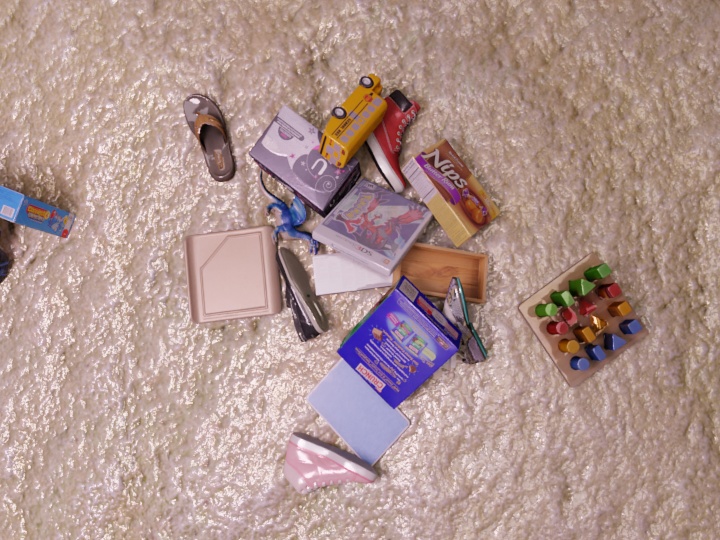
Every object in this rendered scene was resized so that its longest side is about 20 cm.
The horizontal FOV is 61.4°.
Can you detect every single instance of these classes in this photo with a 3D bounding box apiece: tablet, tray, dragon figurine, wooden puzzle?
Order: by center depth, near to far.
[{"bbox_3d":[0.164,0.005,1.246,0.194,0.037,0.102,9,81,-15],"label":"tray"},{"bbox_3d":[-0.006,0.292,1.267,0.130,0.014,0.200,-44,86,-2],"label":"tablet"},{"bbox_3d":[-0.150,-0.119,1.279,0.097,0.059,0.205,-18,86,-18],"label":"dragon figurine"},{"bbox_3d":[-0.271,0.009,1.294,0.194,0.037,0.191,-6,84,-3],"label":"wooden puzzle"}]

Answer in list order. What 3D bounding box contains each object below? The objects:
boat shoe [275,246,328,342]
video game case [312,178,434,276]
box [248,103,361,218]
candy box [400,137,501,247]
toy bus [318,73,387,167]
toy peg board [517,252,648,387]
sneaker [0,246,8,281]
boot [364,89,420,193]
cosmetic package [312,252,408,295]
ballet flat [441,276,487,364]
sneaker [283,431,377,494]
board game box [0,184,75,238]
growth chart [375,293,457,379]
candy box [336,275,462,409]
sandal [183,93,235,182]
[{"bbox_3d":[-0.137,0.049,1.267,0.067,0.071,0.204,-30,78,25],"label":"boat shoe"},{"bbox_3d":[0.029,-0.094,1.221,0.179,0.023,0.201,26,51,17],"label":"video game case"},{"bbox_3d":[-0.111,-0.223,1.265,0.198,0.115,0.133,37,88,4],"label":"box"},{"bbox_3d":[0.187,-0.163,1.253,0.116,0.056,0.202,-32,85,-35],"label":"candy box"},{"bbox_3d":[-0.009,-0.303,1.210,0.077,0.065,0.201,33,60,4],"label":"toy bus"},{"bbox_3d":[0.459,0.099,1.224,0.198,0.098,0.202,-34,84,-1],"label":"toy peg board"},{"bbox_3d":[-0.795,-0.047,1.273,0.076,0.075,0.204,30,121,23],"label":"sneaker"},{"bbox_3d":[0.084,-0.279,1.286,0.141,0.072,0.204,-26,81,-2],"label":"boot"},{"bbox_3d":[0.000,0.000,1.273,0.194,0.051,0.085,-6,87,1],"label":"cosmetic package"},{"bbox_3d":[0.197,0.109,1.218,0.071,0.072,0.204,-24,114,-1],"label":"ballet flat"},{"bbox_3d":[-0.067,0.412,1.225,0.195,0.075,0.107,19,83,14],"label":"sneaker"},{"bbox_3d":[-0.726,-0.141,1.241,0.195,0.196,0.057,21,85,3],"label":"board game box"},{"bbox_3d":[0.113,0.143,1.273,0.194,0.018,0.149,13,86,3],"label":"growth chart"},{"bbox_3d":[0.075,0.144,1.198,0.169,0.077,0.200,43,117,-1],"label":"candy box"},{"bbox_3d":[-0.328,-0.290,1.309,0.080,0.055,0.205,-18,85,0],"label":"sandal"}]
